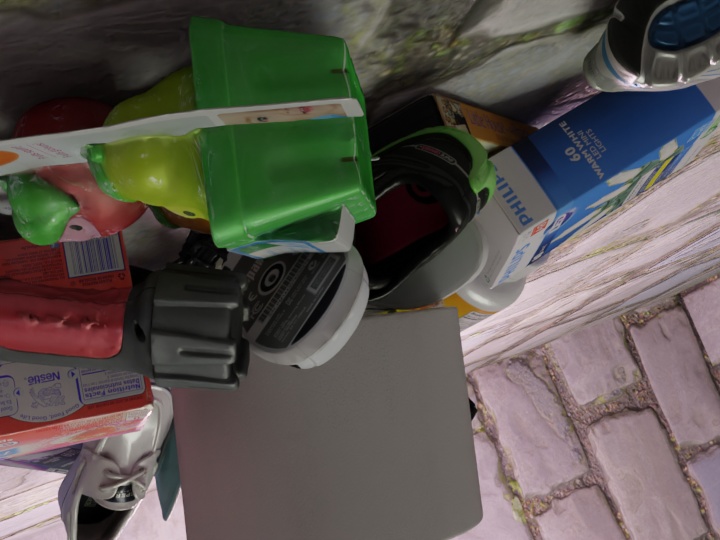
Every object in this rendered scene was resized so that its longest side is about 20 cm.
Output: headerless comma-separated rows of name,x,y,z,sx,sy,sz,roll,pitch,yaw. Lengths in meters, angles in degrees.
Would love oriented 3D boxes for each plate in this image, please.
plate,-0.147,0.112,0.897,0.025,0.204,0.200,17,159,-9

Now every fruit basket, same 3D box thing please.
fruit basket,-0.090,-0.039,0.457,0.196,0.096,0.185,-13,177,3

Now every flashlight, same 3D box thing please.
flashlight,-0.150,0.015,0.471,0.196,0.069,0.068,4,-170,2

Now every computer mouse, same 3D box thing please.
computer mouse,-0.049,0.009,0.561,0.110,0.044,0.199,-54,-147,-5

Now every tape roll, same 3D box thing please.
tape roll,-0.024,0.106,0.694,0.198,0.142,0.203,-7,176,0

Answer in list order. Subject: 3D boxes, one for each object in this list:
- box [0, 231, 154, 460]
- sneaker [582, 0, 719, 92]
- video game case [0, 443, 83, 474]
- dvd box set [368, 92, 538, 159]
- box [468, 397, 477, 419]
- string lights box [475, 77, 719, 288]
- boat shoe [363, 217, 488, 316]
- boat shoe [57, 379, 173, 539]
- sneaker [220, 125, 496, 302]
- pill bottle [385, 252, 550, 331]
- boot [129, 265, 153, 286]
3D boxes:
box,-0.217,0.051,0.553,0.196,0.105,0.095,-11,166,-19
sneaker,0.222,-0.152,0.632,0.196,0.076,0.087,-14,178,-12
video game case,-0.294,0.140,0.869,0.198,0.019,0.142,16,152,-36
dvd box set,0.037,-0.067,0.737,0.145,0.030,0.199,-28,168,25
box,-0.018,0.110,0.979,0.162,0.200,0.087,-10,136,-43
string lights box,0.165,-0.076,0.752,0.198,0.059,0.103,-31,164,-15
boat shoe,0.000,0.000,0.710,0.197,0.073,0.065,-19,176,27
boat shoe,-0.189,0.157,0.823,0.072,0.066,0.202,3,133,-26
sneaker,-0.014,-0.019,0.616,0.198,0.077,0.084,-31,-164,27
pill bottle,0.068,0.001,0.905,0.108,0.111,0.199,-10,163,-45
boot,-0.219,0.060,0.723,0.149,0.074,0.199,-29,165,32
